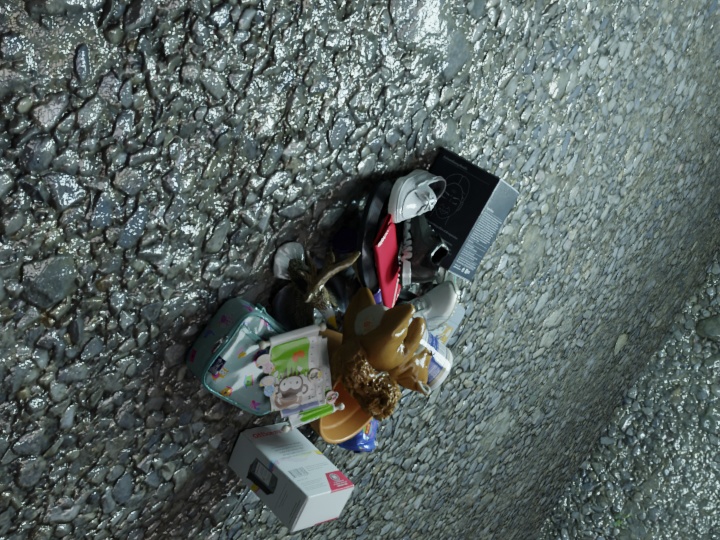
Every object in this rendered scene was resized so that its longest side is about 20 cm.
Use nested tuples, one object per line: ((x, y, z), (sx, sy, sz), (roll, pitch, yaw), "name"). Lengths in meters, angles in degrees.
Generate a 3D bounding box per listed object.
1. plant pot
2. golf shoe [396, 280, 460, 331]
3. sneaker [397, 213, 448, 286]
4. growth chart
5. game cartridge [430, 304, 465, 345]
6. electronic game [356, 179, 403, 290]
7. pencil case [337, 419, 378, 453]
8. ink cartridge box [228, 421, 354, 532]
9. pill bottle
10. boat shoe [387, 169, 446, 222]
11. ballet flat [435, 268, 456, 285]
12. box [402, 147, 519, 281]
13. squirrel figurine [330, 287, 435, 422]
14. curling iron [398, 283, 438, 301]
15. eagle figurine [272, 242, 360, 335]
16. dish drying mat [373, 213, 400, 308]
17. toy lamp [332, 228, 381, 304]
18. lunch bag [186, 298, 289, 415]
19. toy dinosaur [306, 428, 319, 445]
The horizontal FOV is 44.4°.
((-0.049, 0.204, 1.683), (0.199, 0.139, 0.203), (-32, 140, -31), "plant pot")
((0.120, 0.091, 1.830), (0.200, 0.079, 0.096), (-45, 138, 20), "golf shoe")
((0.119, -0.050, 1.631), (0.067, 0.088, 0.202), (87, 9, -47), "sneaker")
((-0.104, 0.184, 1.504), (0.143, 0.018, 0.203), (-23, 122, -23), "growth chart")
((0.155, 0.152, 1.999), (0.202, 0.041, 0.133), (-58, 151, 2), "game cartridge")
((0.035, -0.064, 1.606), (0.200, 0.041, 0.204), (10, 90, -71), "electronic game")
((0.010, 0.276, 1.813), (0.085, 0.078, 0.204), (15, 82, -16), "pencil case")
((-0.132, 0.388, 1.673), (0.146, 0.199, 0.087), (3, 117, -52), "ink cartridge box")
((0.084, 0.147, 1.770), (0.200, 0.111, 0.112), (42, 83, -24), "pill bottle")
((0.106, -0.133, 1.610), (0.200, 0.067, 0.074), (-35, 133, -63), "boat shoe")
((0.174, -0.033, 1.859), (0.062, 0.068, 0.203), (-4, 124, -18), "ballet flat")
((0.188, -0.109, 1.720), (0.106, 0.148, 0.202), (20, 102, -56), "box")
((0.044, 0.165, 1.551), (0.201, 0.140, 0.188), (-56, 132, -24), "squirrel figurine")
((0.108, 0.046, 1.862), (0.198, 0.025, 0.051), (7, 91, -49), "curling iron")
((-0.082, 0.046, 1.552), (0.148, 0.154, 0.200), (1, 163, -8), "eagle figurine")
((0.050, -0.007, 1.582), (0.202, 0.018, 0.078), (81, 29, -51), "dish drying mat")
((0.000, 0.000, 1.654), (0.058, 0.058, 0.201), (-45, 144, -17), "toy lamp")
((-0.187, 0.145, 1.491), (0.161, 0.077, 0.200), (-51, 137, -1), "lunch bag")
((-0.059, 0.292, 1.832), (0.087, 0.047, 0.203), (6, 110, -46), "toy dinosaur")
